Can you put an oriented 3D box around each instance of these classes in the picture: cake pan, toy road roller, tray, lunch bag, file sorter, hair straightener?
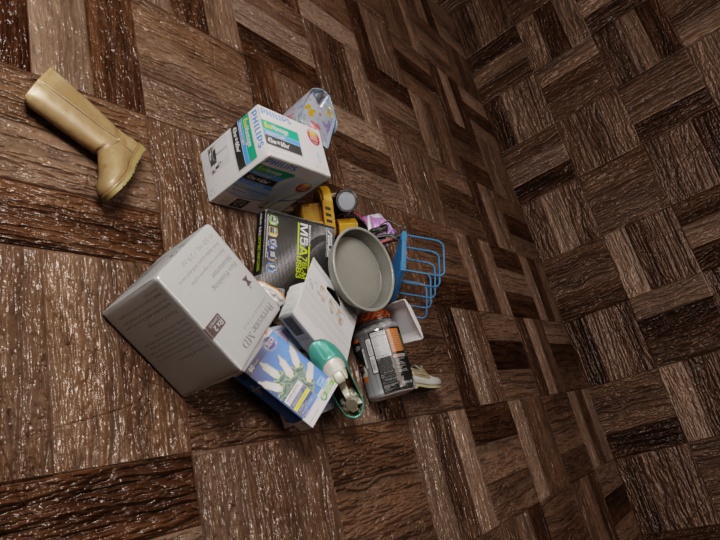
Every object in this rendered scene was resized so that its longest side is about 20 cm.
[{"bbox_3d":[0.000,0.000,1.309,0.199,0.036,0.203,20,60,-39],"label":"cake pan"},{"bbox_3d":[-0.085,-0.107,1.399,0.144,0.123,0.204,-8,94,-17],"label":"toy road roller"},{"bbox_3d":[0.092,0.134,1.421,0.022,0.200,0.109,-24,88,-28],"label":"tray"},{"bbox_3d":[-0.151,-0.356,1.434,0.127,0.168,0.202,40,38,-30],"label":"lunch bag"},{"bbox_3d":[0.148,0.018,1.543,0.121,0.201,0.140,8,49,-4],"label":"file sorter"},{"bbox_3d":[0.029,-0.098,1.522,0.041,0.197,0.078,103,-33,-73],"label":"hair straightener"}]

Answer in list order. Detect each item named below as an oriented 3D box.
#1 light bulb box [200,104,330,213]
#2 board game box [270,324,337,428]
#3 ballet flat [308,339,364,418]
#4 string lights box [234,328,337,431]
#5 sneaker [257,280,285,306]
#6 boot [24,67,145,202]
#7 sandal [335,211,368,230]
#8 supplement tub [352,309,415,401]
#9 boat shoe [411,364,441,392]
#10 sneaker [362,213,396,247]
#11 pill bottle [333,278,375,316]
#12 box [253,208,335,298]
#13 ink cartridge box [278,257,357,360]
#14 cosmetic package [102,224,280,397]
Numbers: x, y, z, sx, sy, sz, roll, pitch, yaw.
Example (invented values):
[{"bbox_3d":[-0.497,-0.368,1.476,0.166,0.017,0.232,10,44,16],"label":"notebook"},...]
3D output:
[{"bbox_3d":[-0.208,-0.231,1.235,0.197,0.199,0.127,8,60,-52],"label":"light bulb box"},{"bbox_3d":[-0.116,0.209,1.199,0.198,0.041,0.203,-6,73,-56],"label":"board game box"},{"bbox_3d":[-0.040,0.226,1.152,0.070,0.067,0.202,32,-28,58],"label":"ballet flat"},{"bbox_3d":[-0.152,0.203,1.075,0.199,0.059,0.103,41,55,-11],"label":"string lights box"},{"bbox_3d":[-0.247,0.046,1.094,0.198,0.076,0.093,30,73,-16],"label":"sneaker"},{"bbox_3d":[-0.484,-0.230,0.967,0.200,0.066,0.176,42,25,-31],"label":"boot"},{"bbox_3d":[-0.012,-0.115,1.491,0.074,0.045,0.201,-24,52,-19],"label":"sandal"},{"bbox_3d":[0.052,0.207,1.369,0.122,0.122,0.203,8,61,-53],"label":"supplement tub"},{"bbox_3d":[0.151,0.286,1.501,0.199,0.074,0.069,16,60,-49],"label":"boat shoe"},{"bbox_3d":[0.055,-0.065,1.564,0.073,0.113,0.203,56,16,-76],"label":"sneaker"},{"bbox_3d":[-0.001,0.046,1.413,0.115,0.113,0.200,62,32,-2],"label":"pill bottle"},{"bbox_3d":[-0.144,-0.017,1.247,0.191,0.047,0.203,13,73,-37],"label":"box"},{"bbox_3d":[-0.085,0.102,1.217,0.201,0.043,0.175,55,29,-30],"label":"ink cartridge box"},{"bbox_3d":[-0.278,0.069,0.949,0.201,0.164,0.166,51,35,-19],"label":"cosmetic package"}]
